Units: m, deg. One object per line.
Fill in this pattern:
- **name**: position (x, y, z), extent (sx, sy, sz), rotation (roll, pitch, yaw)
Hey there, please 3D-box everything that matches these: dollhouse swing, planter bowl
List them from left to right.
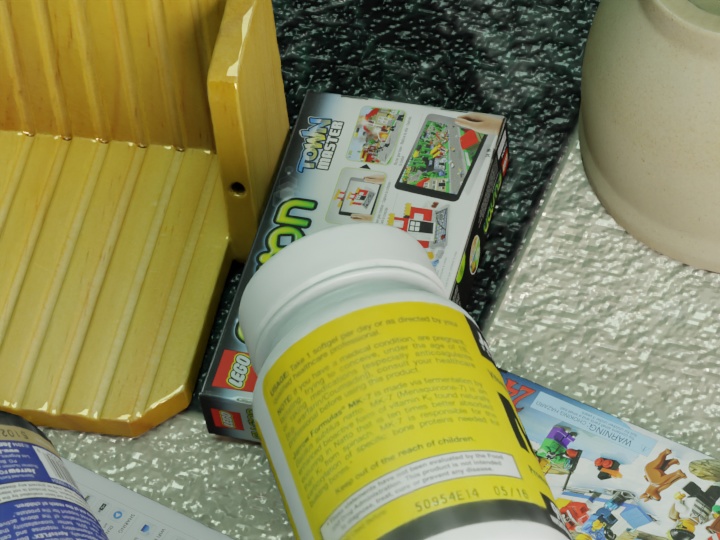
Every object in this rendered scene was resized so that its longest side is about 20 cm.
- **dollhouse swing**: position (-0.157, -0.046, 1.472), extent (0.200, 0.182, 0.176), rotation (7, 43, 16)
- **planter bowl**: position (0.203, -0.117, 1.467), extent (0.200, 0.135, 0.201), rotation (-5, 51, 6)

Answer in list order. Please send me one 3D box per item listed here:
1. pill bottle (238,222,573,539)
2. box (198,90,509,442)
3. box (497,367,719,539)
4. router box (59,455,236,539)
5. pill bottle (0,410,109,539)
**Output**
- **pill bottle**: position (0.017, 0.082, 1.310), extent (0.114, 0.114, 0.200), rotation (-19, 52, -4)
- **box**: position (0.000, 0.000, 1.475), extent (0.110, 0.035, 0.200), rotation (9, 54, 15)
- **box**: position (0.103, 0.134, 1.350), extent (0.200, 0.038, 0.137), rotation (22, 59, 25)
- **router box**: position (-0.155, 0.188, 1.351), extent (0.179, 0.049, 0.200), rotation (23, 60, 26)
- **pill bottle**: position (-0.145, 0.164, 1.264), extent (0.112, 0.112, 0.200), rotation (-27, 52, -11)
